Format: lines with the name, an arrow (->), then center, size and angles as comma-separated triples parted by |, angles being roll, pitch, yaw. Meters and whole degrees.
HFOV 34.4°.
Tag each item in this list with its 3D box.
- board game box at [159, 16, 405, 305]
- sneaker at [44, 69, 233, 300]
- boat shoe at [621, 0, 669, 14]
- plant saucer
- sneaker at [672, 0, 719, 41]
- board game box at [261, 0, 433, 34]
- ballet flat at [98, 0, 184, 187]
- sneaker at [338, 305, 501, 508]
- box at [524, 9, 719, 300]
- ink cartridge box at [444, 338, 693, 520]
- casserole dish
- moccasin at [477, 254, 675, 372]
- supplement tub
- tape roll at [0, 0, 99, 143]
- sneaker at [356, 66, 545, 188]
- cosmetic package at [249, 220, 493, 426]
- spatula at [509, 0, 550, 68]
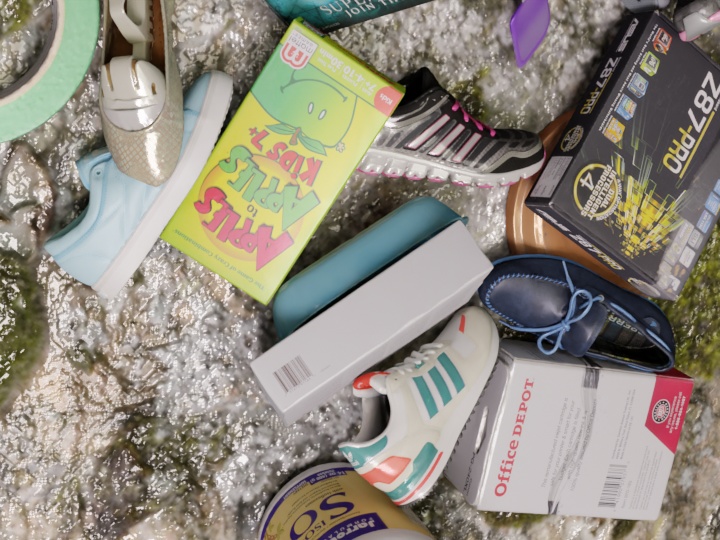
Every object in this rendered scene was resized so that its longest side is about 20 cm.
board game box -> -0.061, -0.085, 0.914 | 0.101, 0.048, 0.200 | 32, 104, -6
sneaker -> -0.173, -0.078, 0.896 | 0.082, 0.074, 0.201 | 32, 90, -18
boat shoe -> 0.218, -0.313, 0.986 | 0.067, 0.073, 0.200 | -48, 126, -18
plant saucer -> 0.230, -0.055, 1.074 | 0.199, 0.032, 0.201 | -5, 106, -19
sneaker -> 0.302, -0.272, 0.992 | 0.096, 0.079, 0.200 | 51, 49, -16
board game box -> -0.001, -0.238, 0.842 | 0.135, 0.199, 0.028 | 38, 53, -44
ballet flat -> -0.168, -0.162, 0.849 | 0.067, 0.062, 0.201 | -6, 82, 13
sneaker -> 0.049, 0.097, 0.999 | 0.093, 0.070, 0.200 | 36, 62, -15
box -> 0.255, -0.099, 1.023 | 0.161, 0.049, 0.201 | 35, 80, -24
ink cartridge box -> 0.192, 0.147, 1.087 | 0.199, 0.083, 0.146 | 8, 102, -21
casserole dish -> 0.000, 0.000, 0.965 | 0.200, 0.121, 0.039 | -34, 80, -12
moccasin -> 0.202, 0.039, 1.039 | 0.199, 0.068, 0.081 | 13, 124, -16
supplement tub -> 0.002, 0.265, 0.986 | 0.145, 0.200, 0.146 | -5, 106, -19
tape roll -> -0.291, -0.190, 0.837 | 0.199, 0.048, 0.202 | -6, 107, -19
sneaker -> 0.068, -0.123, 0.972 | 0.199, 0.074, 0.088 | 4, 110, -16
cosmetic package -> 0.007, 0.048, 0.956 | 0.200, 0.151, 0.052 | -34, 79, -9
spatula -> 0.144, -0.238, 0.931 | 0.021, 0.200, 0.057 | 33, 71, 14
